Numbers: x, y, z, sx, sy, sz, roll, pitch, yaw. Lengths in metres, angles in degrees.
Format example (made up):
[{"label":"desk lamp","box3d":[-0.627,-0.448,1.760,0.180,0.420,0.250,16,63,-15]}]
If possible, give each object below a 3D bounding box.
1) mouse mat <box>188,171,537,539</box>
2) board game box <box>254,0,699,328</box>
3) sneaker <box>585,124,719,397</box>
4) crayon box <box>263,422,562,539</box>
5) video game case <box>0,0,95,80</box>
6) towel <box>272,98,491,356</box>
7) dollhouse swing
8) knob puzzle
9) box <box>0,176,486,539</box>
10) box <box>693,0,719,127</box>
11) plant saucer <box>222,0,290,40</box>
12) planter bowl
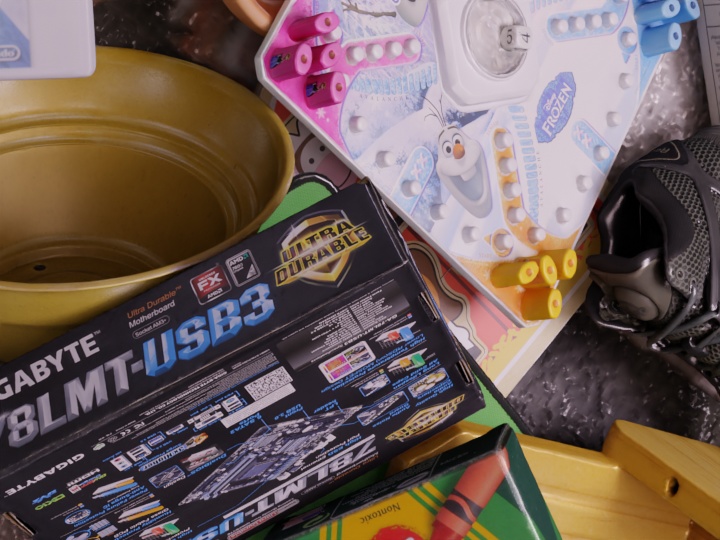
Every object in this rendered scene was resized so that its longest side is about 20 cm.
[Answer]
[{"label":"mouse mat","box3d":[-0.027,0.068,1.141,0.161,0.008,0.200,-37,116,5]},{"label":"board game box","box3d":[0.063,-0.109,1.127,0.200,0.026,0.201,42,61,-30]},{"label":"sneaker","box3d":[0.171,0.035,1.167,0.114,0.076,0.200,-19,85,-37]},{"label":"crayon box","box3d":[0.052,0.187,1.104,0.126,0.051,0.201,-25,96,14]},{"label":"video game case","box3d":[-0.216,-0.168,1.023,0.199,0.022,0.183,-2,110,-4]},{"label":"towel","box3d":[0.000,0.000,1.172,0.143,0.023,0.201,15,92,-24]},{"label":"dollhouse swing","box3d":[0.107,0.187,1.137,0.175,0.182,0.201,10,108,-42]},{"label":"knob puzzle","box3d":[0.024,-0.021,1.150,0.218,0.030,0.221,-4,100,-22]},{"label":"box","box3d":[-0.055,0.059,1.040,0.199,0.199,0.050,-28,67,2]},{"label":"box","box3d":[0.235,-0.054,1.210,0.077,0.095,0.201,-17,103,-34]},{"label":"plant saucer","box3d":[-0.025,-0.201,1.087,0.200,0.037,0.202,-20,115,-53]},{"label":"planter bowl","box3d":[-0.128,-0.014,1.053,0.199,0.201,0.084,-11,125,-19]}]
